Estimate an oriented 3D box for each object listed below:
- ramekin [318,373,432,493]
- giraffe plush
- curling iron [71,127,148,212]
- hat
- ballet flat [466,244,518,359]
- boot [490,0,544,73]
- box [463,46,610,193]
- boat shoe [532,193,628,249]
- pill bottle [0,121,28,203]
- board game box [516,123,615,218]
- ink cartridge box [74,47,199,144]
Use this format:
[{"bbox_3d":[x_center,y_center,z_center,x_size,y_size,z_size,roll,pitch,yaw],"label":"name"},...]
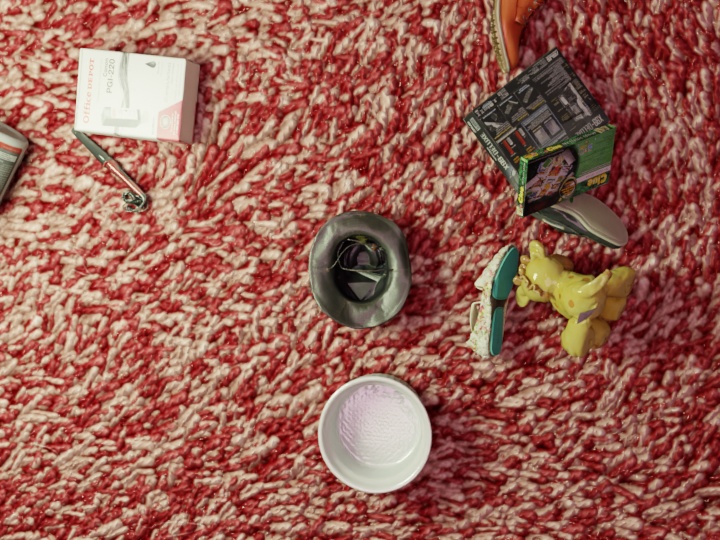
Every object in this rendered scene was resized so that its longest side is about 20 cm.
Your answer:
[{"bbox_3d":[0.029,0.278,1.658,0.196,0.098,0.205,0,95,6],"label":"ramekin"},{"bbox_3d":[0.342,0.035,1.586,0.161,0.199,0.175,33,102,32],"label":"giraffe plush"},{"bbox_3d":[-0.459,-0.184,1.713,0.049,0.026,0.201,-40,89,5],"label":"curling iron"},{"bbox_3d":[0.000,0.000,1.650,0.197,0.081,0.205,0,87,2],"label":"hat"},{"bbox_3d":[0.223,0.051,1.636,0.063,0.075,0.204,12,91,39],"label":"ballet flat"},{"bbox_3d":[0.269,-0.437,1.589,0.105,0.075,0.204,-2,93,2],"label":"boot"},{"bbox_3d":[0.296,-0.252,1.575,0.199,0.050,0.159,-38,91,-14],"label":"box"},{"bbox_3d":[0.365,-0.093,1.615,0.198,0.068,0.072,28,54,-1],"label":"boat shoe"},{"bbox_3d":[-0.691,-0.169,1.696,0.115,0.116,0.202,29,97,3],"label":"pill bottle"},{"bbox_3d":[0.338,-0.165,1.549,0.198,0.023,0.106,-21,126,-27],"label":"board game box"},{"bbox_3d":[-0.396,-0.308,1.668,0.196,0.085,0.149,7,95,8],"label":"ink cartridge box"}]
